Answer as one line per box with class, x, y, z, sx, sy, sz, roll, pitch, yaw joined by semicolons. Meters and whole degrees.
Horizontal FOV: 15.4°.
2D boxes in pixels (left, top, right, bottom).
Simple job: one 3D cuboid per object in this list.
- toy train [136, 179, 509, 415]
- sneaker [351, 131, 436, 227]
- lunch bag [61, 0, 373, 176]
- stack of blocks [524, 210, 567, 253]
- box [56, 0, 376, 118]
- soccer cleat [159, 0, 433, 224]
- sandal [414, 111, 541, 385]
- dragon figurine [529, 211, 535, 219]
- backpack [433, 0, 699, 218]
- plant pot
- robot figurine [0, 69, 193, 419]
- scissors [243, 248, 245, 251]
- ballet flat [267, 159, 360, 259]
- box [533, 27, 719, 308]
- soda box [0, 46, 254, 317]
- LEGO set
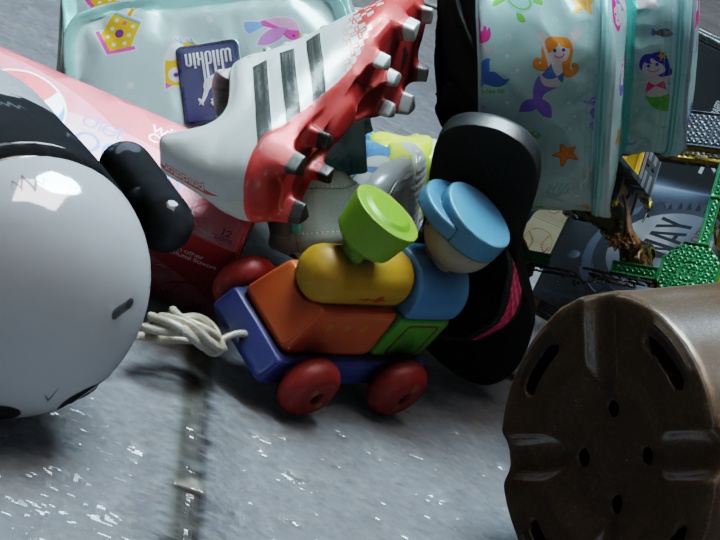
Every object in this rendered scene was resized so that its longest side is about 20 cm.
toy train;-0.020;0.005;1.301;0.200;0.116;0.085;4;46;-51
sneaker;-0.011;-0.052;1.635;0.105;0.076;0.200;13;8;7
lunch bag;-0.084;-0.116;1.500;0.170;0.122;0.200;-6;42;-2
stack of blocks;0.202;-0.016;1.818;0.200;0.059;0.115;23;16;-4
box;-0.086;-0.134;1.645;0.200;0.069;0.082;4;5;-5
soccer cleat;-0.029;-0.094;1.378;0.085;0.069;0.200;19;43;20
sandal;0.055;-0.001;1.398;0.075;0.200;0.045;13;52;9
dragon figurine;0.080;-0.034;1.699;0.059;0.100;0.200;24;35;-6
backpack;0.106;-0.125;1.435;0.150;0.178;0.200;4;42;4
plant pot;0.187;0.085;1.263;0.198;0.201;0.200;3;26;-36
robot figurine;-0.170;-0.016;1.180;0.125;0.150;0.200;39;3;-38
scissors;-0.080;-0.049;1.601;0.073;0.014;0.200;16;16;-32
ballet flat;0.000;0.000;1.470;0.067;0.064;0.200;-10;-23;22
box;0.218;-0.033;1.635;0.160;0.200;0.044;30;12;18
soda box;-0.151;-0.053;1.381;0.200;0.063;0.070;23;50;-1
LEGO set;0.162;-0.028;1.556;0.200;0.154;0.116;1;-20;27
